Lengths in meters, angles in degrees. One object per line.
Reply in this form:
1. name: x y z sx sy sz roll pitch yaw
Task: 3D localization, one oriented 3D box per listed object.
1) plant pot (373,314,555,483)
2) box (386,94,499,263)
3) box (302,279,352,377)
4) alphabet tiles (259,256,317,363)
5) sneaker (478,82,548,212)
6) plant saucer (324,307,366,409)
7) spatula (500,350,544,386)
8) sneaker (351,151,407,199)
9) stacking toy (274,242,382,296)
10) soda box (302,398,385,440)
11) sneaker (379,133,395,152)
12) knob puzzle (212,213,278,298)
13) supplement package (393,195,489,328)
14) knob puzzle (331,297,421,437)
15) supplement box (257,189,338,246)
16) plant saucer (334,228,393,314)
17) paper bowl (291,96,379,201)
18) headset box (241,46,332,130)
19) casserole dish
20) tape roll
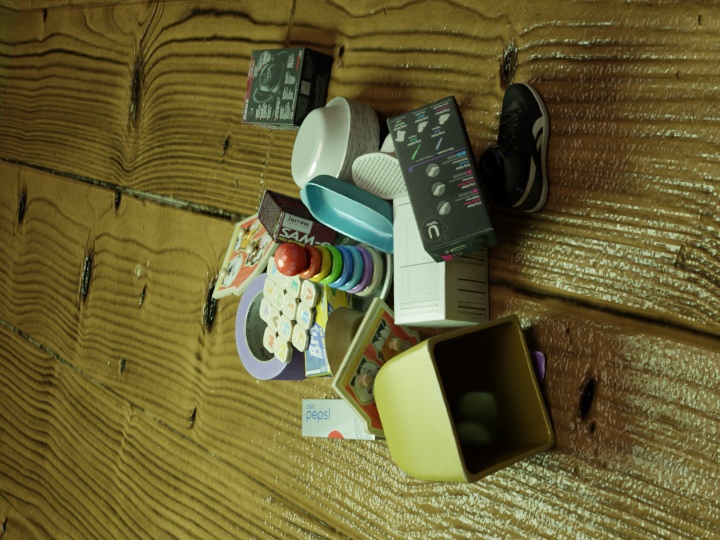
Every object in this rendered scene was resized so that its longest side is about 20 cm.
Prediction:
1. plant pot: 0.128 0.196 1.351 0.199 0.192 0.199 -23 81 50
2. box: 0.120 -0.127 1.330 0.104 0.122 0.203 -18 78 10
3. box: -0.057 0.082 1.606 0.069 0.064 0.204 -15 75 46
4. alphabet tiles: -0.134 0.057 1.654 0.195 0.014 0.203 31 113 55
5. sneaker: 0.223 -0.193 1.367 0.072 0.111 0.204 -17 73 44
6. plant saucer: 0.015 0.148 1.499 0.035 0.199 0.203 -25 66 27
7. spatula: 0.198 0.142 1.418 0.198 0.020 0.058 6 97 50
8. sneaker: 0.090 -0.158 1.507 0.197 0.104 0.077 4 101 30
9. stacking toy: -0.059 -0.007 1.518 0.085 0.198 0.087 -7 80 47
10. soda box: -0.019 0.259 1.614 0.198 0.063 0.070 -7 80 48
11. sneaker: 0.077 -0.217 1.563 0.200 0.072 0.072 -45 57 35
12. knob puzzle: -0.225 -0.045 1.853 0.219 0.030 0.222 -37 36 33
13. supplement package: 0.126 -0.015 1.453 0.113 0.108 0.204 -8 79 46
14. knob puzzle: 0.057 0.173 1.457 0.030 0.218 0.224 -13 75 44
15. supplement box: -0.118 -0.088 1.687 0.200 0.107 0.062 -133 61 -69
16. plant saucer: 0.000 0.000 1.637 0.198 0.050 0.204 -8 80 48
17. paper bowl: -0.054 -0.209 1.649 0.200 0.103 0.204 -41 43 53
18. headset box: -0.155 -0.359 1.840 0.198 0.076 0.152 11 93 49
19. casserole dish: -0.009 -0.098 1.532 0.198 0.122 0.039 25 64 19
20. tape roll: -0.150 0.108 1.767 0.198 0.084 0.204 -10 77 48
